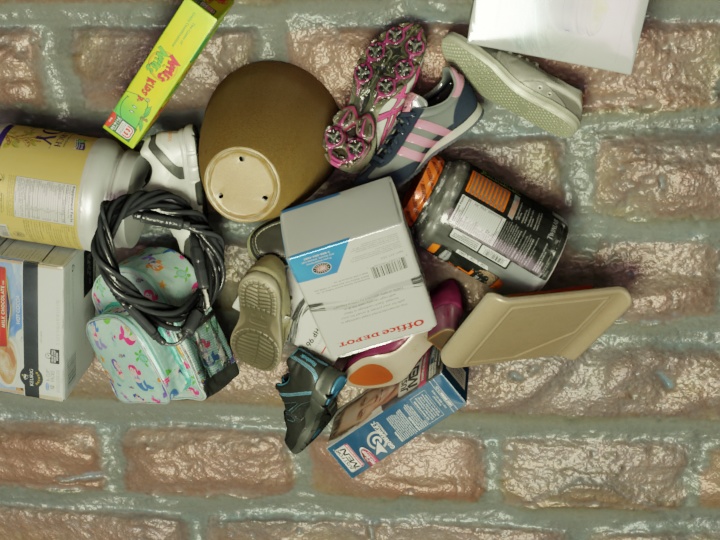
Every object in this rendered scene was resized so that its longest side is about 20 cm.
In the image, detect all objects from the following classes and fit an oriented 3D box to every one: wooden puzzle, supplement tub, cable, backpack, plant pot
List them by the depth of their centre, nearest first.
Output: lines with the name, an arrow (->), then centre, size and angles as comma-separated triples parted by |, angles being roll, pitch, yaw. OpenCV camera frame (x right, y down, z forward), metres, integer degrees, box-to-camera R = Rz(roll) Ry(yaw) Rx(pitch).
plant pot -> -0.124, -0.137, 1.622 | 0.183, 0.201, 0.189 | 3, 115, 6
cable -> -0.247, -0.018, 1.637 | 0.050, 0.164, 0.201 | 0, 135, 54
supplement tub -> 0.151, -0.056, 1.659 | 0.198, 0.123, 0.123 | 30, 114, -5
wooden puzzle -> 0.218, 0.067, 1.673 | 0.197, 0.038, 0.185 | -1, 151, -20
supplement tub -> -0.382, -0.104, 1.701 | 0.197, 0.146, 0.148 | 8, 114, 4
backpack -> -0.271, 0.076, 1.753 | 0.176, 0.150, 0.203 | -3, 109, 47

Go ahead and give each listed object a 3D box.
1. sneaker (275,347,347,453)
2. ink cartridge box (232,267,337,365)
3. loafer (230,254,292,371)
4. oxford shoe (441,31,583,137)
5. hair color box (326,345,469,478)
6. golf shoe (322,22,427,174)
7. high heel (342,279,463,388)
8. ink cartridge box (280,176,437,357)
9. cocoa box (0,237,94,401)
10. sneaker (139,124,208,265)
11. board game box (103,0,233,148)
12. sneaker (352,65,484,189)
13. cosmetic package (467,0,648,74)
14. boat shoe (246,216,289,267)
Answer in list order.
sneaker -> -0.075, 0.175, 1.802 | 0.081, 0.073, 0.201 | 36, 141, 11
ink cartridge box -> -0.055, 0.042, 1.760 | 0.198, 0.068, 0.117 | 30, 114, -6
loafer -> -0.120, 0.056, 1.695 | 0.075, 0.069, 0.201 | 23, 142, 7
oxford shoe -> 0.188, -0.236, 1.617 | 0.198, 0.075, 0.058 | 31, 73, 3
hair color box -> 0.051, 0.186, 1.788 | 0.199, 0.100, 0.061 | -36, 105, 20
golf shoe -> 0.022, -0.214, 1.642 | 0.072, 0.092, 0.202 | 33, 95, 16
high heel -> 0.057, 0.088, 1.771 | 0.198, 0.097, 0.067 | -25, 128, 27
ink cartridge box -> 0.000, 0.000, 1.613 | 0.144, 0.087, 0.201 | -17, 140, 4
cocoa box -> -0.439, 0.051, 1.782 | 0.129, 0.134, 0.203 | 8, 114, 5
sneaker -> -0.239, -0.095, 1.710 | 0.079, 0.074, 0.203 | -5, 122, -3
board game box -> -0.237, -0.256, 1.640 | 0.047, 0.102, 0.201 | 34, 113, -9
sneaker -> 0.058, -0.170, 1.614 | 0.200, 0.070, 0.083 | -41, 121, -15
cosmetic package -> 0.237, -0.353, 1.522 | 0.197, 0.123, 0.202 | 10, 114, 2
boat shoe -> -0.046, -0.053, 1.683 | 0.198, 0.066, 0.073 | -10, 81, -14
